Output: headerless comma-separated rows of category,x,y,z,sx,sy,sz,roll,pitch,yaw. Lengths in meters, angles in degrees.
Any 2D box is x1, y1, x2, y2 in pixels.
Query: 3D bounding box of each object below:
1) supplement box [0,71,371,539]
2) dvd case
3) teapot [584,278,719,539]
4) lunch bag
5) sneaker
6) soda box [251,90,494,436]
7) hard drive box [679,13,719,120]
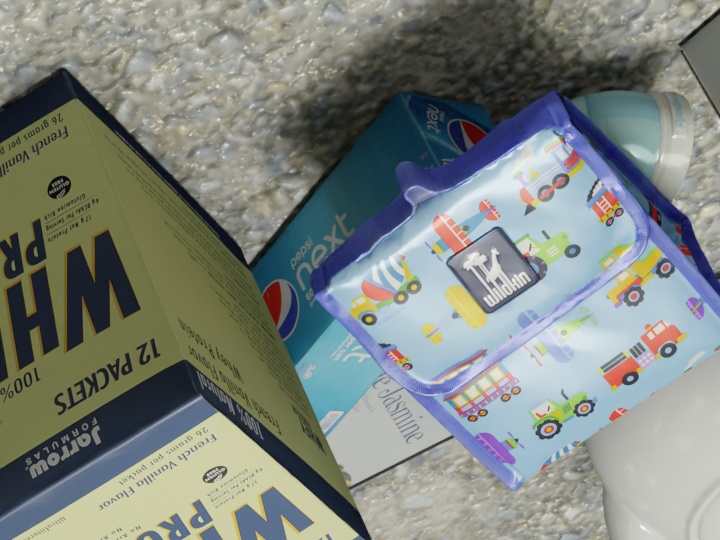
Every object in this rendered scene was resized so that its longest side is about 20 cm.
supplement box,-0.120,0.054,1.305,0.134,0.200,0.200,-31,146,8
dvd case,-0.042,0.100,1.579,0.200,0.018,0.143,-27,145,2
teapot,0.242,0.105,1.654,0.197,0.146,0.200,-10,142,-22
lunch bag,0.074,-0.003,1.350,0.150,0.094,0.200,-35,137,13
sneaker,0.108,-0.027,1.472,0.082,0.074,0.200,7,133,-15
soda box,0.000,0.000,1.426,0.064,0.068,0.200,8,134,-42
hard drive box,0.295,-0.130,1.434,0.200,0.077,0.156,-41,142,23
